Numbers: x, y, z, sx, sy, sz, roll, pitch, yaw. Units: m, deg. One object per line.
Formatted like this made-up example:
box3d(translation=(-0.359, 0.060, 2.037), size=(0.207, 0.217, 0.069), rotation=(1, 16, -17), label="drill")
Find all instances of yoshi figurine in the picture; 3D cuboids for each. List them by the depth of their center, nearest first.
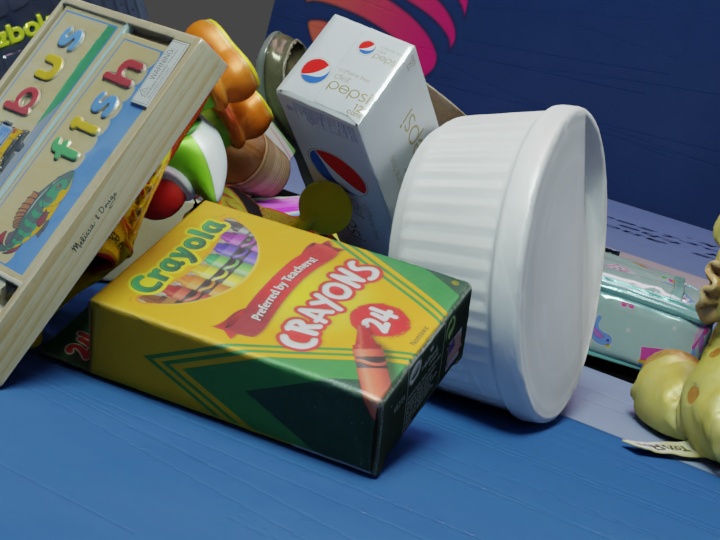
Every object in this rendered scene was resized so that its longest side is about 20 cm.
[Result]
box3d(translation=(-0.157, -0.068, 1.013), size=(0.113, 0.200, 0.112), rotation=(53, -12, -18), label="yoshi figurine")

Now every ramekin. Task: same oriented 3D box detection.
box3d(translation=(0.088, -0.008, 1.064), size=(0.094, 0.204, 0.202), rotation=(7, 5, 22), label="ramekin")

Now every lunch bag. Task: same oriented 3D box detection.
box3d(translation=(0.224, 0.032, 1.404), size=(0.160, 0.077, 0.200), rotation=(16, 8, 9), label="lunch bag")

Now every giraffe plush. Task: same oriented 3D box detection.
box3d(translation=(0.264, 0.044, 1.103), size=(0.172, 0.163, 0.200), rotation=(22, 11, 41), label="giraffe plush")

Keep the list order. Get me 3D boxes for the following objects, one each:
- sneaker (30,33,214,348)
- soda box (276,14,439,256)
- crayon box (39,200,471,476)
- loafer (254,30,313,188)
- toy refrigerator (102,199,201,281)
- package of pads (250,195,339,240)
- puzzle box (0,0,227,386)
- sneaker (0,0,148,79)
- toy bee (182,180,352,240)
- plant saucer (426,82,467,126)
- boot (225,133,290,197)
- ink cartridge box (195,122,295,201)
box3d(translation=(-0.137, -0.041, 0.918), size=(0.077, 0.200, 0.073), rotation=(33, -5, 35), label="sneaker")
box3d(translation=(0.012, -0.071, 1.086), size=(0.063, 0.068, 0.200), rotation=(26, -21, 25), label="soda box")
box3d(translation=(-0.056, 0.026, 0.897), size=(0.199, 0.051, 0.127), rotation=(17, 34, 18), label="crayon box")
box3d(translation=(-0.031, -0.132, 1.500), size=(0.069, 0.075, 0.200), rotation=(-1, -43, 30), label="loafer")
box3d(translation=(-0.208, -0.038, 1.137), size=(0.199, 0.070, 0.076), rotation=(8, 10, -42), label="toy refrigerator")
box3d(translation=(0.000, 0.000, 1.260), size=(0.199, 0.069, 0.154), rotation=(19, 11, 24), label="package of pads")
box3d(translation=(-0.169, -0.048, 0.868), size=(0.133, 0.200, 0.025), rotation=(22, -17, 44), label="puzzle box")
box3d(translation=(-0.232, -0.155, 1.115), size=(0.199, 0.074, 0.082), rotation=(-20, 8, -39), label="sneaker")
box3d(translation=(-0.067, -0.021, 1.071), size=(0.130, 0.109, 0.200), rotation=(-28, -11, 4), label="toy bee")
box3d(translation=(0.042, -0.127, 1.435), size=(0.200, 0.037, 0.200), rotation=(37, -5, 4), label="plant saucer")
box3d(translation=(-0.161, -0.114, 1.229), size=(0.199, 0.074, 0.155), rotation=(10, -11, 28), label="boot")
box3d(translation=(-0.121, -0.080, 1.367), size=(0.067, 0.117, 0.200), rotation=(53, 5, -7), label="ink cartridge box")
